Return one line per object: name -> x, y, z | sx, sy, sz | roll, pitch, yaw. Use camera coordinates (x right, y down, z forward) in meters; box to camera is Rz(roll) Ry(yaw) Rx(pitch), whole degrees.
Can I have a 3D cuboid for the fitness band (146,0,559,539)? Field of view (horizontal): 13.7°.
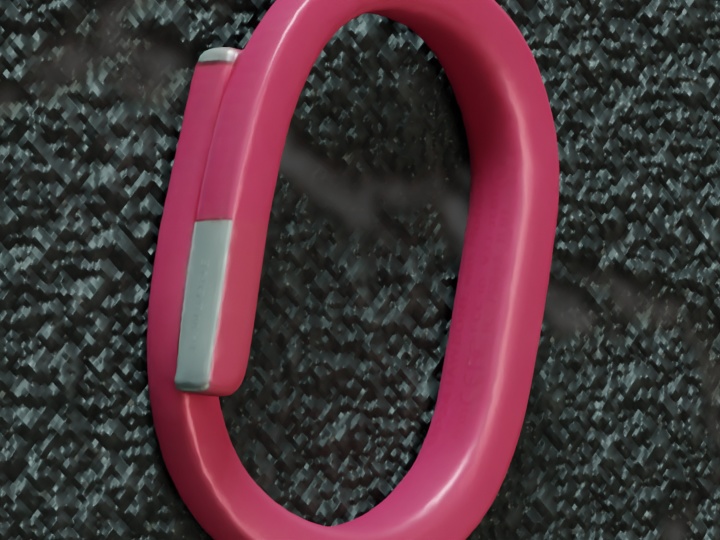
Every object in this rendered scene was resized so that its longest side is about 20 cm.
fitness band -> 0.000, 0.000, 0.955 | 0.143, 0.037, 0.202 | 18, 79, -42
